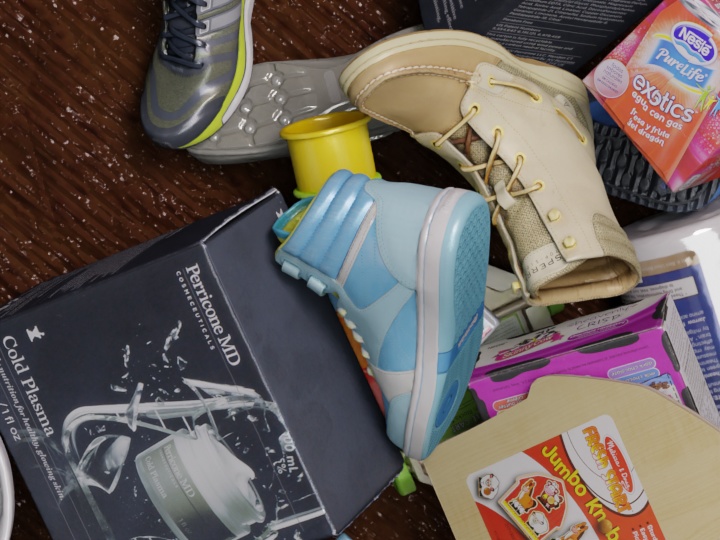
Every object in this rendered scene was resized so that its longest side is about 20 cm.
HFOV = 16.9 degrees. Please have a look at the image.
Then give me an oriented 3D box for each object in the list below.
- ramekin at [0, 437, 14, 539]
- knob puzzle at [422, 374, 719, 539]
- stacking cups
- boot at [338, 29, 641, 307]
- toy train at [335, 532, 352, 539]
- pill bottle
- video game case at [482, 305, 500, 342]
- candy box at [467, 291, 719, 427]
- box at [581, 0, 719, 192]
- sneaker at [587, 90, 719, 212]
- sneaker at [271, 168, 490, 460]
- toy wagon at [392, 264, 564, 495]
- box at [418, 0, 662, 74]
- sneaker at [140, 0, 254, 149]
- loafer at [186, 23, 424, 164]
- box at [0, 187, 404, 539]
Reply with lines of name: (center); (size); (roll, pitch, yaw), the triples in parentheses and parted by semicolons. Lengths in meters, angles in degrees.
ramekin: (-0.319, 0.140, 1.537); (0.200, 0.105, 0.200); (-1, 97, -7)
knob puzzle: (0.159, 0.155, 1.516); (0.219, 0.030, 0.220); (2, 94, 24)
stacking cups: (0.000, 0.000, 1.543); (0.060, 0.061, 0.200); (-16, 105, -8)
boot: (0.084, -0.059, 1.489); (0.200, 0.073, 0.156); (12, 52, -43)
toy train: (-0.041, 0.281, 1.629); (0.150, 0.056, 0.200); (40, 89, -2)
pill bottle: (0.245, 0.057, 1.624); (0.111, 0.111, 0.200); (-19, 98, -7)
video game case: (-0.027, 0.057, 1.594); (0.143, 0.018, 0.200); (44, 97, 4)
candy box: (0.170, 0.128, 1.572); (0.136, 0.061, 0.200); (-17, 108, 20)
box: (0.240, -0.126, 1.547); (0.100, 0.200, 0.096); (-45, 76, 27)
sneaker: (0.152, -0.090, 1.629); (0.200, 0.078, 0.066); (19, 104, 8)
sneaker: (0.006, 0.019, 1.487); (0.130, 0.080, 0.200); (18, 127, 17)
toy wagon: (0.084, 0.096, 1.638); (0.155, 0.040, 0.200); (-25, 99, -6)
box: (0.124, -0.230, 1.505); (0.107, 0.200, 0.149); (3, 65, -32)
sneaker: (-0.107, -0.177, 1.552); (0.074, 0.081, 0.200); (12, 88, 28)
loafer: (-0.018, -0.107, 1.589); (0.200, 0.070, 0.070); (-13, 66, 8)
box: (-0.111, 0.083, 1.519); (0.196, 0.124, 0.200); (-21, 99, 26)
